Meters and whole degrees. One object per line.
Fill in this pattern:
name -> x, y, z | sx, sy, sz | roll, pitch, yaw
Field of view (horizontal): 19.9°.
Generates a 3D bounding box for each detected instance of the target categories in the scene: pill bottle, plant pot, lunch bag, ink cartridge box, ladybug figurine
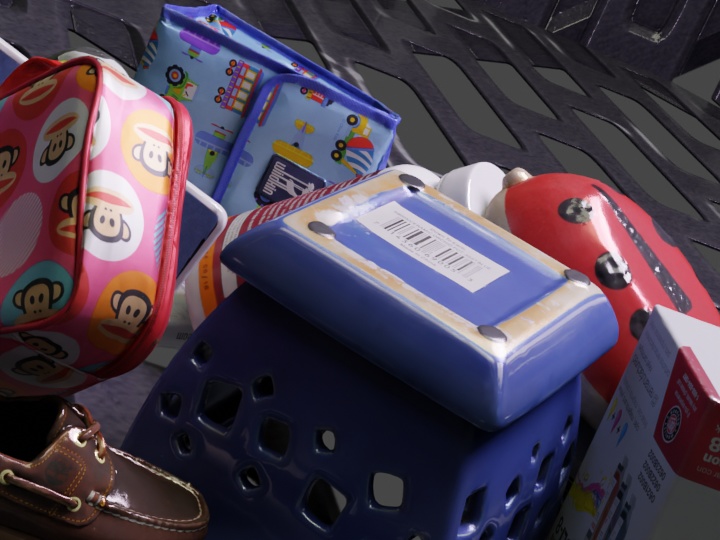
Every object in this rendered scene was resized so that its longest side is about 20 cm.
pill bottle -> 0.000, 0.000, 1.274 | 0.199, 0.113, 0.113 | -17, -4, 27
plant pot -> 0.014, 0.064, 1.107 | 0.200, 0.180, 0.200 | 32, 27, 19
lunch bag -> -0.174, -0.023, 1.039 | 0.200, 0.177, 0.082 | -19, -32, 42
ink cartridge box -> 0.194, 0.151, 1.107 | 0.144, 0.201, 0.145 | 19, 16, -11
ladybug figurine -> 0.151, 0.019, 1.201 | 0.200, 0.072, 0.136 | 53, 38, 1
lunch bag -> -0.067, -0.076, 1.439 | 0.199, 0.151, 0.094 | 29, 16, 15

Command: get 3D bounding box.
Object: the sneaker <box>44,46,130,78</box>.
sneaker -> -0.216, -0.063, 1.244 | 0.075, 0.200, 0.076 | 49, 28, -18

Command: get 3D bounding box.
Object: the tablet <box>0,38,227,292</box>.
tablet -> -0.191, -0.043, 1.202 | 0.200, 0.130, 0.014 | 37, 14, -5

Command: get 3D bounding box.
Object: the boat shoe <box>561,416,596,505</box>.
boat shoe -> 0.129, 0.109, 1.229 | 0.199, 0.068, 0.074 | 43, 47, -5

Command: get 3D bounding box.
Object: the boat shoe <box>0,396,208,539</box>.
boat shoe -> -0.157, 0.094, 0.978 | 0.199, 0.071, 0.070 | 17, 18, -30

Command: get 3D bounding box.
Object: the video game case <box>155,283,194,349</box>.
video game case -> -0.130, 0.002, 1.415 | 0.182, 0.024, 0.200 | 9, 22, -45

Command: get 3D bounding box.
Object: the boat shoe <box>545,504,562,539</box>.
boat shoe -> 0.158, 0.138, 1.336 | 0.070, 0.071, 0.200 | 46, 33, 24
